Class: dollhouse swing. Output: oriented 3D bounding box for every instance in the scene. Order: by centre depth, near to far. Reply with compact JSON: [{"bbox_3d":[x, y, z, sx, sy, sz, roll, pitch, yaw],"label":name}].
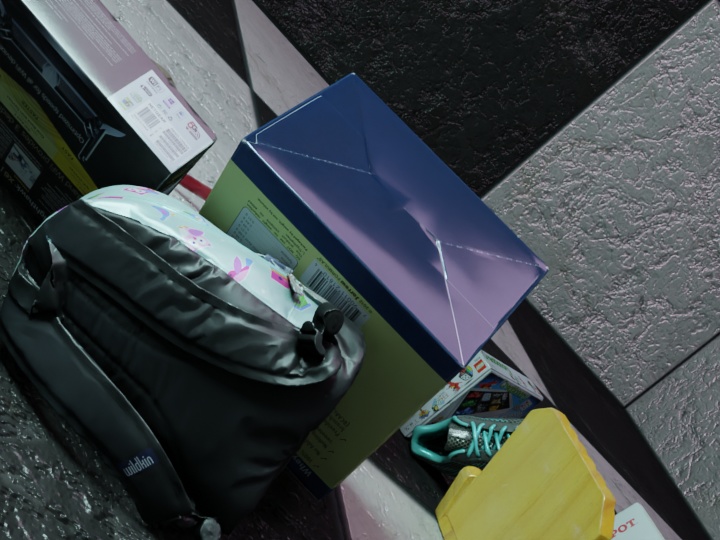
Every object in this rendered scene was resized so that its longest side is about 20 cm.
[{"bbox_3d":[0.187,0.267,0.970,0.182,0.175,0.201,43,12,-28],"label":"dollhouse swing"}]

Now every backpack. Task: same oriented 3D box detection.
[{"bbox_3d":[-0.115,0.041,0.623,0.199,0.168,0.127,37,6,-5],"label":"backpack"}]

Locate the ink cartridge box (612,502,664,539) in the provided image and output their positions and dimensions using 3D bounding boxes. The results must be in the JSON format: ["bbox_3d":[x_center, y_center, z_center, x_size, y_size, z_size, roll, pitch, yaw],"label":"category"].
[{"bbox_3d":[0.289,0.376,1.048,0.145,0.144,0.201,54,7,-35],"label":"ink cartridge box"}]

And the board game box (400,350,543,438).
[{"bbox_3d":[0.132,0.162,1.220,0.035,0.126,0.200,56,12,29],"label":"board game box"}]

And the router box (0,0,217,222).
[{"bbox_3d":[-0.210,-0.116,0.704,0.200,0.157,0.052,50,48,-5],"label":"router box"}]

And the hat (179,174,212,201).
[{"bbox_3d":[-0.094,-0.002,1.103,0.201,0.174,0.166,59,-30,26],"label":"hat"}]

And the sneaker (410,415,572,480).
[{"bbox_3d":[0.132,0.187,1.085,0.091,0.199,0.078,24,62,-37],"label":"sneaker"}]

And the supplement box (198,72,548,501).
[{"bbox_3d":[-0.017,0.015,0.734,0.200,0.200,0.134,46,44,5],"label":"supplement box"}]

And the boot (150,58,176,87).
[{"bbox_3d":[-0.255,-0.202,1.059,0.146,0.070,0.200,47,8,18],"label":"boot"}]
